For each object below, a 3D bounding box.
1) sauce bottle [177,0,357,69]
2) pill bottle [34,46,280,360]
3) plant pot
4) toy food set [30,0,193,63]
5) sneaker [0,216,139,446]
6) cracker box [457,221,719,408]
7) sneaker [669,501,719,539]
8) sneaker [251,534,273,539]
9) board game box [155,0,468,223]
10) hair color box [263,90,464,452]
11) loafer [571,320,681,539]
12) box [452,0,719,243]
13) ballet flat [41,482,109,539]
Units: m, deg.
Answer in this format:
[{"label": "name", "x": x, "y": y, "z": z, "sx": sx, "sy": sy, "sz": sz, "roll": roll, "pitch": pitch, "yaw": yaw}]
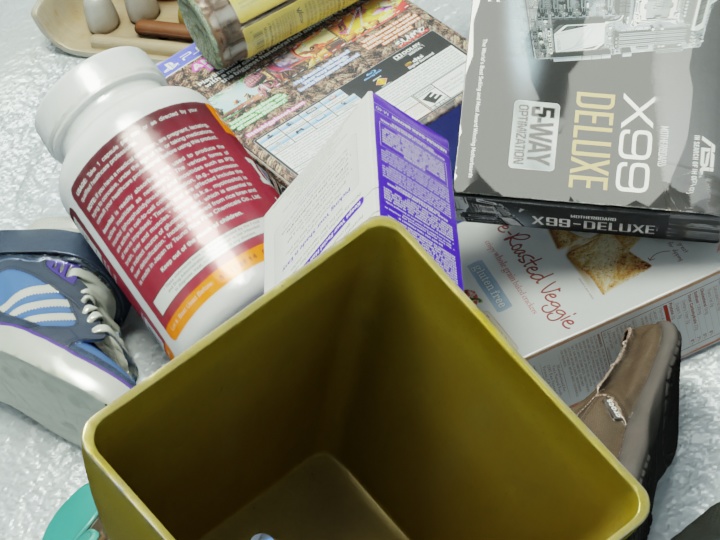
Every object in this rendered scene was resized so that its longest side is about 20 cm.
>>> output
[{"label": "sauce bottle", "x": -0.020, "y": -0.198, "z": 1.883, "sx": 0.199, "sy": 0.065, "sz": 0.065, "roll": -27, "pitch": 40, "yaw": -15}, {"label": "pill bottle", "x": -0.112, "y": -0.037, "z": 1.790, "sx": 0.113, "sy": 0.113, "sz": 0.200, "roll": -31, "pitch": 67, "yaw": -15}, {"label": "plant pot", "x": -0.010, "y": 0.133, "z": 1.445, "sx": 0.200, "sy": 0.177, "sz": 0.200, "roll": -36, "pitch": 74, "yaw": -24}, {"label": "toy food set", "x": -0.119, "y": -0.214, "z": 2.095, "sx": 0.199, "sy": 0.061, "sz": 0.144, "roll": 9, "pitch": 47, "yaw": 29}, {"label": "sneaker", "x": -0.165, "y": 0.023, "z": 1.819, "sx": 0.199, "sy": 0.081, "sz": 0.146, "roll": 18, "pitch": 55, "yaw": 43}, {"label": "cracker box", "x": 0.132, "y": 0.007, "z": 1.742, "sx": 0.199, "sy": 0.058, "sz": 0.134, "roll": -24, "pitch": 40, "yaw": -8}, {"label": "sneaker", "x": 0.232, "y": 0.172, "z": 1.497, "sx": 0.199, "sy": 0.073, "sz": 0.082, "roll": 22, "pitch": 55, "yaw": 39}, {"label": "sneaker", "x": 0.001, "y": 0.182, "z": 1.575, "sx": 0.199, "sy": 0.081, "sz": 0.147, "roll": -9, "pitch": 54, "yaw": -4}, {"label": "board game box", "x": -0.012, "y": -0.092, "z": 1.882, "sx": 0.159, "sy": 0.097, "sz": 0.200, "roll": -32, "pitch": 41, "yaw": -17}, {"label": "hair color box", "x": 0.000, "y": 0.000, "z": 1.629, "sx": 0.109, "sy": 0.065, "sz": 0.200, "roll": -49, "pitch": 21, "yaw": 25}, {"label": "loafer", "x": 0.133, "y": 0.087, "z": 1.608, "sx": 0.071, "sy": 0.073, "sz": 0.200, "roll": 6, "pitch": 29, "yaw": 13}, {"label": "box", "x": 0.140, "y": -0.121, "z": 1.714, "sx": 0.157, "sy": 0.050, "sz": 0.201, "roll": 6, "pitch": 71, "yaw": 5}, {"label": "ballet flat", "x": -0.142, "y": 0.168, "z": 1.640, "sx": 0.070, "sy": 0.071, "sz": 0.200, "roll": -22, "pitch": 7, "yaw": -4}]
